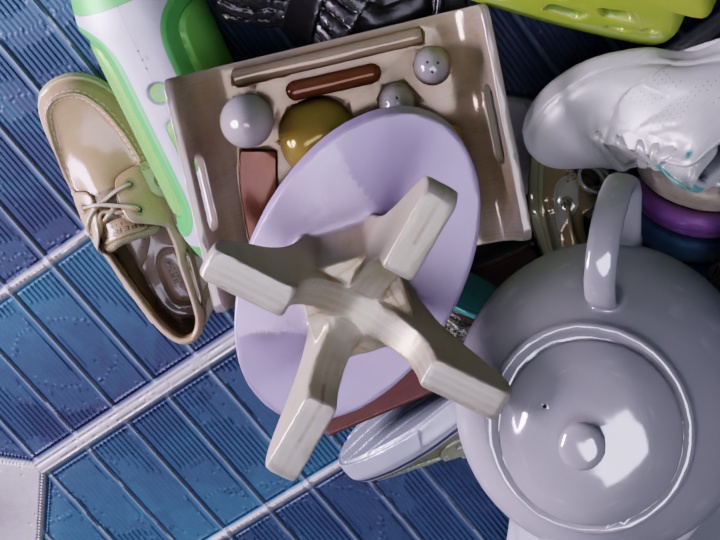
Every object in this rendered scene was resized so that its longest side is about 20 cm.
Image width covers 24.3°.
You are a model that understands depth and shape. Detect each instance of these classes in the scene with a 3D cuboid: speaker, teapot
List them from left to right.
[{"bbox_3d":[-0.113,-0.109,1.088,0.088,0.089,0.201,-18,114,14],"label":"speaker"},{"bbox_3d":[0.138,0.078,0.967,0.197,0.146,0.201,-38,87,18],"label":"teapot"}]

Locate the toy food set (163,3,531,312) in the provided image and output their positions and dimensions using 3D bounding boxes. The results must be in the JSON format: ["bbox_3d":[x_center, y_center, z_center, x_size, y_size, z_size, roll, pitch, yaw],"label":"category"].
[{"bbox_3d":[-0.006,-0.067,1.002,0.198,0.060,0.145,-13,98,2],"label":"toy food set"}]

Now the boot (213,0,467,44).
[{"bbox_3d":[-0.018,-0.143,1.063,0.156,0.080,0.213,6,107,-6],"label":"boot"}]

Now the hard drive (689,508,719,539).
[{"bbox_3d":[0.261,0.151,1.125,0.026,0.133,0.200,-9,153,-24],"label":"hard drive"}]

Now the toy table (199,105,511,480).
[{"bbox_3d":[-0.002,0.013,0.946,0.182,0.117,0.202,15,108,-8],"label":"toy table"}]

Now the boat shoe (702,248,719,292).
[{"bbox_3d":[0.242,0.020,1.035,0.073,0.065,0.201,28,132,0],"label":"boat shoe"}]

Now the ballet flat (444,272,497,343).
[{"bbox_3d":[0.000,0.000,1.079,0.199,0.068,0.075,33,131,-2],"label":"ballet flat"}]

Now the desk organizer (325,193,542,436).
[{"bbox_3d":[0.045,0.033,1.156,0.199,0.072,0.077,-24,115,16],"label":"desk organizer"}]

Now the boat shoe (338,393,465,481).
[{"bbox_3d":[0.076,0.102,1.188,0.199,0.072,0.062,-32,113,17],"label":"boat shoe"}]

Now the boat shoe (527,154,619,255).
[{"bbox_3d":[0.152,-0.013,1.081,0.063,0.073,0.203,-6,81,37],"label":"boat shoe"}]

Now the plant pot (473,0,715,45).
[{"bbox_3d":[0.120,-0.241,0.915,0.198,0.182,0.201,15,97,-6],"label":"plant pot"}]

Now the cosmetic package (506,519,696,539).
[{"bbox_3d":[0.166,0.168,1.160,0.080,0.114,0.201,20,139,-6],"label":"cosmetic package"}]

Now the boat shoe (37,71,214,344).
[{"bbox_3d":[-0.155,-0.042,1.138,0.071,0.065,0.201,-25,112,17],"label":"boat shoe"}]

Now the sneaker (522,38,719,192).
[{"bbox_3d":[0.182,-0.081,0.983,0.199,0.089,0.075,-13,146,33],"label":"sneaker"}]

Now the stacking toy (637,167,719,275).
[{"bbox_3d":[0.210,0.010,1.127,0.084,0.086,0.202,8,122,1],"label":"stacking toy"}]
